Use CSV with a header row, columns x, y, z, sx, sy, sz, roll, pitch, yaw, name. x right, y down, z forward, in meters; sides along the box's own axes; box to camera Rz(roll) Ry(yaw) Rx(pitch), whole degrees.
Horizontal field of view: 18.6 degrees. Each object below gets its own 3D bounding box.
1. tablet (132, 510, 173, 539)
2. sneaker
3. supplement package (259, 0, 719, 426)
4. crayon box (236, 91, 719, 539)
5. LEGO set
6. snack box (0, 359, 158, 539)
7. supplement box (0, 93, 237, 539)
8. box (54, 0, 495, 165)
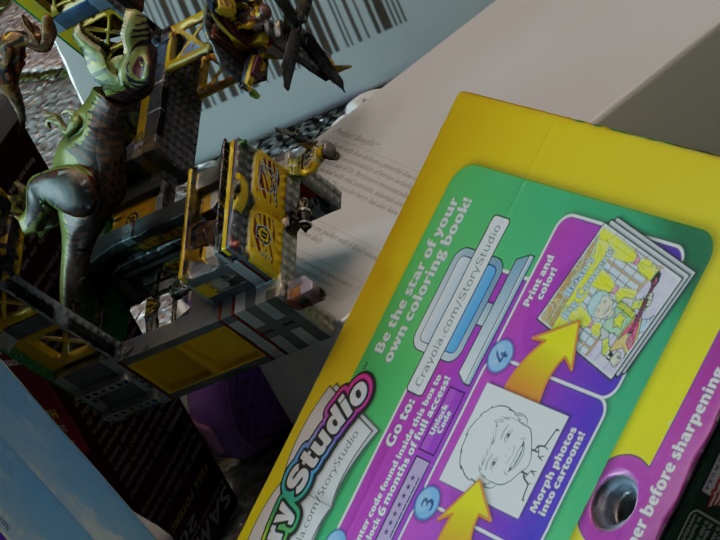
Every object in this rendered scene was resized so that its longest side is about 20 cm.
x,y,z,sx,sy,sz,roll,pitch,yaw,name
-0.167,0.061,0.783,0.014,0.199,0.130,-62,9,-30,tablet
0.000,0.000,0.898,0.088,0.081,0.200,10,46,35,sneaker
0.062,-0.011,0.817,0.200,0.120,0.121,-38,30,-16,supplement package
0.051,0.059,0.647,0.172,0.058,0.201,21,82,56,crayon box
-0.071,-0.053,0.725,0.115,0.154,0.201,-22,41,31,LEGO set
-0.156,0.102,0.745,0.199,0.169,0.068,-8,38,46,snack box
-0.139,0.038,0.822,0.108,0.201,0.061,-7,36,30,supplement box
-0.049,-0.171,1.027,0.198,0.201,0.171,-23,6,9,box
